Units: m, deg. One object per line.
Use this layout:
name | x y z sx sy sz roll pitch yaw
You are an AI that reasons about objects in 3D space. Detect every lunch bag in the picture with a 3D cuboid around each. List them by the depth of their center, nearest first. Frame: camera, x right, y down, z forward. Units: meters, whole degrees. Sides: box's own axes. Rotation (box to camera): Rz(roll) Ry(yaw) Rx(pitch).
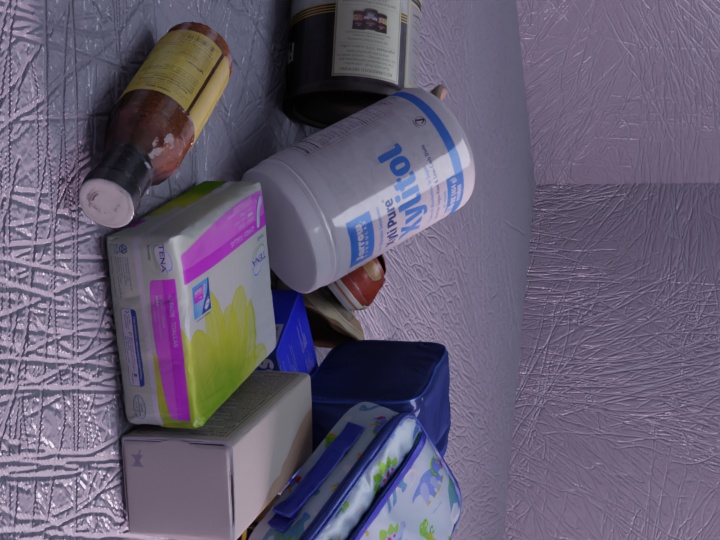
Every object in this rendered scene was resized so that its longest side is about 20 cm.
lunch bag | -0.002 0.226 0.995 0.200 0.082 0.162 -49 128 -30
lunch bag | 0.018 0.166 1.173 0.200 0.134 0.134 -44 133 -65

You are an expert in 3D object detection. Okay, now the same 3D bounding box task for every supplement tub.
supplement tub | 0.000 -0.079 1.094 0.199 0.131 0.133 -31 131 -25

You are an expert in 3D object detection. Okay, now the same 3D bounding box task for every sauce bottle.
sauce bottle | -0.149 -0.108 0.829 0.201 0.065 0.067 -70 156 -50

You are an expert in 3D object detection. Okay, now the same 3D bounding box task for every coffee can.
coffee can | -0.005 -0.264 1.219 0.146 0.144 0.203 37 55 -72

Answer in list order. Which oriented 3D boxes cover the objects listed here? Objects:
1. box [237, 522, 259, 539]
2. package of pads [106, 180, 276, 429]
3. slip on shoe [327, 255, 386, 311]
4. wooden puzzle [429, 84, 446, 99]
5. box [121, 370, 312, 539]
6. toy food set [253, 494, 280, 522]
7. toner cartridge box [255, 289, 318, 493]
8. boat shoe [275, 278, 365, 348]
box | -0.062 0.313 1.037 0.199 0.049 0.162 19 75 -52
package of pads | -0.127 0.024 0.910 0.200 0.067 0.157 -49 137 -68
slip on shoe | 0.000 0.000 1.212 0.074 0.061 0.200 52 4 -1
wooden puzzle | 0.011 -0.118 1.309 0.046 0.185 0.201 40 40 -18
box | -0.110 0.144 0.934 0.200 0.093 0.079 -33 122 -71
toy food set | -0.087 0.330 1.116 0.199 0.048 0.203 65 28 -59
toner cartridge box | -0.074 0.127 1.171 0.096 0.042 0.202 -69 155 -50
boat shoe | -0.037 0.039 1.254 0.200 0.070 0.066 53 40 -65
